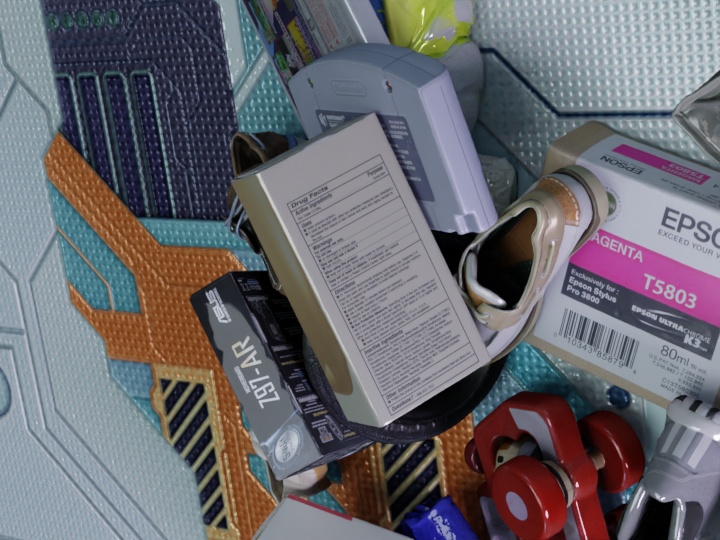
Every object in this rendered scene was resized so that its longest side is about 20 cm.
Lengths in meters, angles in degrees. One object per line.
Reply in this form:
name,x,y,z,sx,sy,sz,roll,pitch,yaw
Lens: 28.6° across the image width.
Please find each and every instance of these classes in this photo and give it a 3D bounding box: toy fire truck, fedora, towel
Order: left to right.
fedora,0.026,0.039,1.143,0.092,0.200,0.202,35,129,54
towel,0.103,0.283,1.189,0.200,0.049,0.148,56,173,7
toy fire truck,0.147,0.195,1.147,0.168,0.112,0.201,-2,110,58

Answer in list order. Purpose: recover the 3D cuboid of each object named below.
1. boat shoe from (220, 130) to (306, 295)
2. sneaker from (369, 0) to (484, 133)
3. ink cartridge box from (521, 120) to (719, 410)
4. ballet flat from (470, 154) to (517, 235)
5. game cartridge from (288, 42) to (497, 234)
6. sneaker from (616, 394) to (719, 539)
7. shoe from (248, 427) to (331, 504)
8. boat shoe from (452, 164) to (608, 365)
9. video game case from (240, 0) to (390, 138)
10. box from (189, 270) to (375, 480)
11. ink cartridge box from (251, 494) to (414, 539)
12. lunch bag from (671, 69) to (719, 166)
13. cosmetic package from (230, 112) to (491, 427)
boat shoe,-0.074,-0.046,1.138,0.072,0.200,0.072,15,120,-19
sneaker,0.038,-0.186,1.107,0.105,0.075,0.201,21,120,48
ink cartridge box,0.219,0.005,1.035,0.199,0.075,0.166,25,121,27
ballet flat,0.034,-0.048,1.154,0.199,0.072,0.072,-8,103,37
game cartridge,0.018,-0.100,1.036,0.200,0.041,0.134,16,135,59
sneaker,0.226,0.184,1.025,0.075,0.116,0.200,22,153,33
shoe,-0.064,0.163,1.240,0.070,0.053,0.200,60,172,25
boat shoe,0.100,0.003,1.031,0.075,0.068,0.200,49,134,22
video game case,-0.034,-0.189,1.125,0.201,0.023,0.182,64,157,-2
box,-0.047,0.079,1.162,0.043,0.200,0.161,-30,81,18
ink cartridge box,-0.001,0.306,1.250,0.146,0.083,0.201,13,141,35
lunch bag,0.318,-0.073,0.876,0.200,0.164,0.118,51,130,8
cosmetic package,0.000,0.000,1.015,0.201,0.105,0.071,65,160,-8
